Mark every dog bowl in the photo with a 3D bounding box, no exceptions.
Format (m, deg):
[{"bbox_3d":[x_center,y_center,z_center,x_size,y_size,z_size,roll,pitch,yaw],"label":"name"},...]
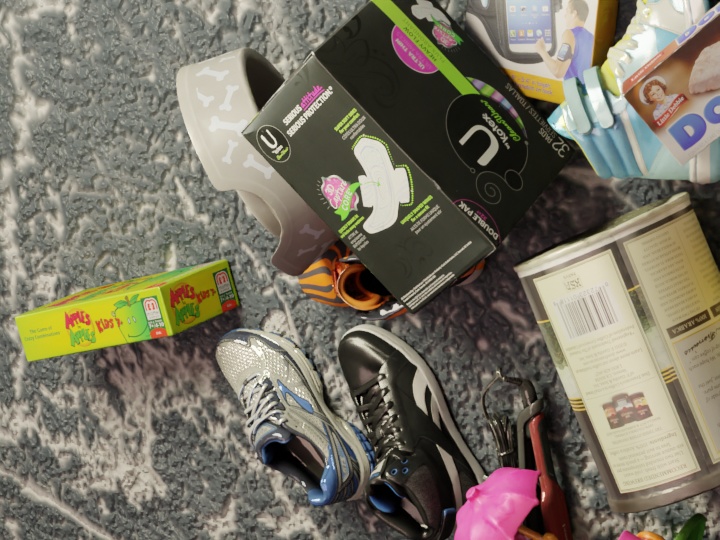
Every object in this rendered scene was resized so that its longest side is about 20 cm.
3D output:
[{"bbox_3d":[-0.076,-0.097,1.456,0.058,0.200,0.202,-29,86,13],"label":"dog bowl"}]

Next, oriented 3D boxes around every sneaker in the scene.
[{"bbox_3d":[0.000,0.000,1.473,0.199,0.112,0.078,-13,97,42],"label":"sneaker"},{"bbox_3d":[-0.070,0.133,1.586,0.200,0.085,0.077,46,125,16],"label":"sneaker"},{"bbox_3d":[0.027,0.142,1.500,0.073,0.111,0.201,-42,79,36],"label":"sneaker"},{"bbox_3d":[0.198,-0.158,1.281,0.129,0.080,0.203,-4,102,13],"label":"sneaker"}]

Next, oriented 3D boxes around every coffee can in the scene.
[{"bbox_3d":[0.219,0.061,1.314,0.145,0.146,0.202,-22,91,38],"label":"coffee can"}]

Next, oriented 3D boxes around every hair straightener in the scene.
[{"bbox_3d":[0.131,0.176,1.478,0.076,0.041,0.202,-3,108,37],"label":"hair straightener"}]

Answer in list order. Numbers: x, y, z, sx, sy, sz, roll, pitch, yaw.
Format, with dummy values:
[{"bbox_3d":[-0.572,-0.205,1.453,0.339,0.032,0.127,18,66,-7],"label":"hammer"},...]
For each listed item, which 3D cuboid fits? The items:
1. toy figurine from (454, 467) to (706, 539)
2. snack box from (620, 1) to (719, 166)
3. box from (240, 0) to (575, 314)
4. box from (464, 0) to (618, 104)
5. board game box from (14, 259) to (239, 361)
[{"bbox_3d":[0.162,0.238,1.407,0.183,0.151,0.201,26,147,21],"label":"toy figurine"},{"bbox_3d":[0.281,-0.164,1.216,0.200,0.024,0.072,-40,107,15],"label":"snack box"},{"bbox_3d":[0.037,-0.101,1.356,0.200,0.149,0.124,46,138,-4],"label":"box"},{"bbox_3d":[0.143,-0.235,1.344,0.118,0.041,0.202,17,116,32],"label":"box"},{"bbox_3d":[-0.224,0.039,1.656,0.198,0.101,0.048,-11,99,37],"label":"board game box"}]
